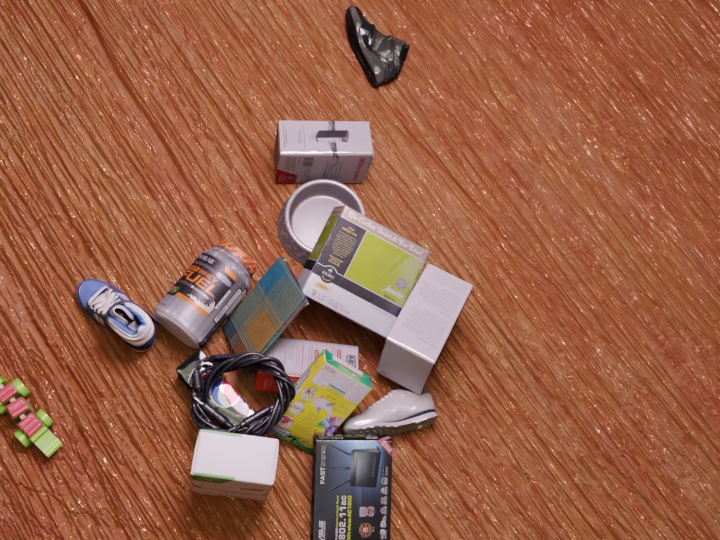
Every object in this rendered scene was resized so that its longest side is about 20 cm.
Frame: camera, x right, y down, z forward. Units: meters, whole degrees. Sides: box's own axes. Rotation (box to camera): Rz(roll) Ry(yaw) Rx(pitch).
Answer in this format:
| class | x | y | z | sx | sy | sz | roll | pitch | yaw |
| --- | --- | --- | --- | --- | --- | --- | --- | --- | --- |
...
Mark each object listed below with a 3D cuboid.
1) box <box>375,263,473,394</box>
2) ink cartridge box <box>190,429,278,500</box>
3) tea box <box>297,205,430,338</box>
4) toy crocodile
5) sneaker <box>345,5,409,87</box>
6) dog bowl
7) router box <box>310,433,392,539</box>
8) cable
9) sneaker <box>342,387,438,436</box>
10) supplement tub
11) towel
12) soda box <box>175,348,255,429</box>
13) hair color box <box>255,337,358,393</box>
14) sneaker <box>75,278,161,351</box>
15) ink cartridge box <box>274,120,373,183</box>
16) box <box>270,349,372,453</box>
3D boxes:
| class | x | y | z | sx | sy | sz | roll | pitch | yaw |
| --- | --- | --- | --- | --- | --- | --- | --- | --- | --- |
| box | 0.128 | 0.118 | 1.646 | 0.106 | 0.153 | 0.201 | 26 | 59 | 8 |
| ink cartridge box | -0.231 | 0.359 | 1.497 | 0.145 | 0.200 | 0.085 | 9 | 66 | -7 |
| tea box | 0.000 | 0.000 | 1.654 | 0.199 | 0.134 | 0.198 | 29 | 87 | -11 |
| toy crocodile | -0.634 | 0.265 | 1.532 | 0.067 | 0.062 | 0.200 | -39 | 82 | -19 |
| sneaker | 0.041 | -0.536 | 1.923 | 0.114 | 0.076 | 0.201 | -24 | 80 | -19 |
| dog bowl | -0.078 | -0.105 | 1.760 | 0.198 | 0.059 | 0.202 | 3 | 70 | -9 |
| router box | -0.018 | 0.414 | 1.559 | 0.148 | 0.062 | 0.202 | 1 | 88 | -9 |
| cable | -0.220 | 0.236 | 1.528 | 0.198 | 0.051 | 0.165 | 0 | 75 | 3 |
| sneaker | 0.055 | 0.287 | 1.646 | 0.198 | 0.077 | 0.081 | -8 | 64 | -20 |
| supplement tub | -0.305 | 0.045 | 1.634 | 0.122 | 0.123 | 0.201 | 35 | 68 | 3 |
| towel | -0.188 | 0.086 | 1.605 | 0.200 | 0.022 | 0.147 | -49 | 44 | 16 |
| soda box | -0.271 | 0.252 | 1.594 | 0.063 | 0.071 | 0.200 | -40 | 81 | -19 |
| hair color box | -0.105 | 0.194 | 1.630 | 0.198 | 0.062 | 0.102 | 7 | 42 | -7 |
| sneaker | -0.475 | 0.070 | 1.581 | 0.200 | 0.147 | 0.081 | 42 | 69 | 6 |
| ink cartridge box | -0.082 | -0.252 | 1.764 | 0.198 | 0.144 | 0.084 | -1 | 71 | -10 |
| box | -0.082 | 0.258 | 1.577 | 0.117 | 0.048 | 0.200 | 33 | 109 | -20 |
